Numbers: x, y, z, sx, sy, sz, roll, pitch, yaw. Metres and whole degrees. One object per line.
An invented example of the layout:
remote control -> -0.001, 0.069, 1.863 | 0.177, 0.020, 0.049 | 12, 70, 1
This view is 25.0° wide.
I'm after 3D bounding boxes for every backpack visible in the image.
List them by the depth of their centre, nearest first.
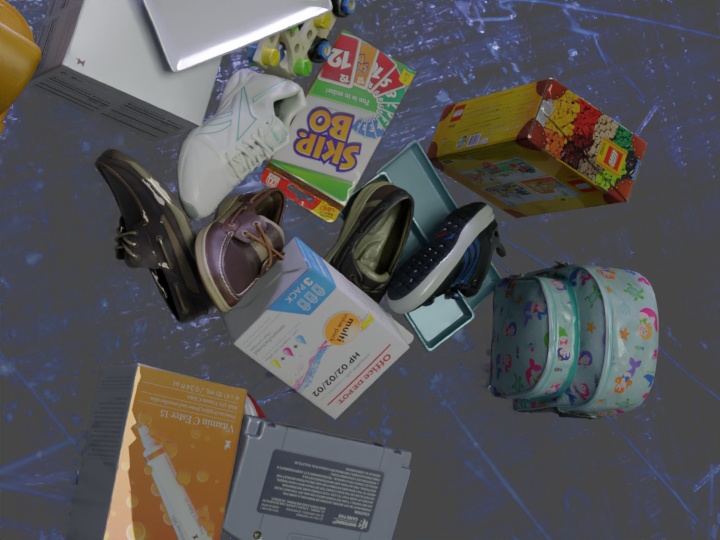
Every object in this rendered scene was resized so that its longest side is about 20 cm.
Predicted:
backpack -> 0.241, 0.078, 1.825 | 0.150, 0.200, 0.178 | 7, 83, -31

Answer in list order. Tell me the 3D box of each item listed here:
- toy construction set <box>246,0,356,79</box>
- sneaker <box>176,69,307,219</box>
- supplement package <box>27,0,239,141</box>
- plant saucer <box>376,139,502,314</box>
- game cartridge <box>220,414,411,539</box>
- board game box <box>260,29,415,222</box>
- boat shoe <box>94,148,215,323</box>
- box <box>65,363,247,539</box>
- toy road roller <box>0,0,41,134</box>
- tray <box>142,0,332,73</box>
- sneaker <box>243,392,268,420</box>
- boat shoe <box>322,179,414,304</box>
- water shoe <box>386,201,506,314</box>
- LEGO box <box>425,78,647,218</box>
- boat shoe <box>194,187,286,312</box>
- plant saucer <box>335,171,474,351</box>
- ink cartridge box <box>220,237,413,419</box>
toy construction set -> -0.061, -0.284, 1.714 | 0.200, 0.092, 0.131 | -52, 144, -10
sneaker -> -0.123, -0.132, 1.659 | 0.200, 0.080, 0.070 | -63, 147, -33
supplement package -> -0.220, -0.254, 1.620 | 0.156, 0.111, 0.200 | 23, 75, -28
plant saucer -> 0.088, -0.047, 1.849 | 0.070, 0.019, 0.200 | -41, 106, -27
game cartridge -> -0.049, 0.229, 1.654 | 0.200, 0.042, 0.133 | 16, 94, -30
board game box -> -0.024, -0.157, 1.768 | 0.095, 0.030, 0.200 | 30, 73, -7
boat shoe -> -0.207, -0.030, 1.628 | 0.073, 0.074, 0.200 | -41, 109, -17
box -> -0.203, 0.202, 1.600 | 0.124, 0.097, 0.200 | 15, 79, -29
toy road roller -> -0.375, -0.164, 1.495 | 0.123, 0.146, 0.200 | 31, 71, -26
tray -> -0.127, -0.274, 1.601 | 0.200, 0.022, 0.108 | -27, 101, -31
sneaker -> -0.069, 0.199, 1.699 | 0.112, 0.071, 0.200 | -27, 108, -27
boat shoe -> 0.001, 0.000, 1.741 | 0.072, 0.066, 0.201 | 23, 89, -26
water shoe -> 0.103, 0.001, 1.762 | 0.200, 0.071, 0.079 | -47, 115, -42
LEGO box -> 0.193, -0.132, 1.813 | 0.149, 0.200, 0.077 | 30, 72, -27
boat shoe -> -0.112, -0.029, 1.629 | 0.072, 0.072, 0.200 | 61, 19, -19
plant saucer -> 0.049, -0.009, 1.805 | 0.070, 0.019, 0.200 | -36, 106, -13
ink cartridge box -> -0.033, 0.072, 1.689 | 0.115, 0.068, 0.200 | -44, 124, 9
